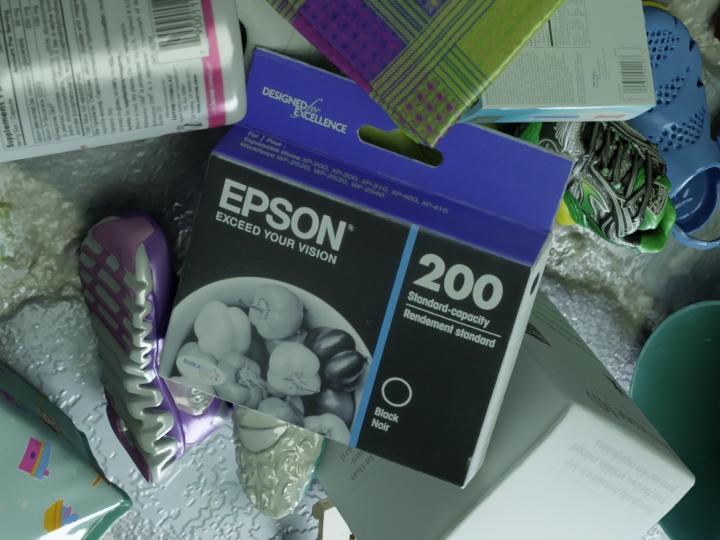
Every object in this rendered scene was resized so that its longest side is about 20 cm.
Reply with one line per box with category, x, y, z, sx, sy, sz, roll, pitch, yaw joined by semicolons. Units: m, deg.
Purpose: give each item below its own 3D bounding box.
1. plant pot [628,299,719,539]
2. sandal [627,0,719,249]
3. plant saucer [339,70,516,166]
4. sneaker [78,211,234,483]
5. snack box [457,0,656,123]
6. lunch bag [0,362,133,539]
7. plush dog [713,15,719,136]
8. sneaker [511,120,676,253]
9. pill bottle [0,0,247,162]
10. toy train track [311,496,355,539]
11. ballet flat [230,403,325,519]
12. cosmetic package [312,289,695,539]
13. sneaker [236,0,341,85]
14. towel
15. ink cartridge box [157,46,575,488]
plant pot;0.318;0.110;1.441;0.160;0.200;0.202;-10;129;-38
sandal;0.206;-0.089;1.299;0.079;0.087;0.201;-31;131;0
plant saucer;0.067;-0.127;1.178;0.199;0.031;0.202;-28;130;-39
sneaker;-0.116;0.038;1.234;0.088;0.081;0.201;-23;136;-20
snack box;0.096;-0.185;1.117;0.115;0.037;0.202;-3;82;-27
lunch bag;-0.268;0.150;1.204;0.200;0.122;0.170;-45;133;2
plush dog;0.331;-0.140;1.302;0.199;0.160;0.173;-26;109;-8
sneaker;0.151;-0.072;1.222;0.078;0.085;0.200;-60;153;-7
pill bottle;-0.165;-0.118;1.048;0.198;0.114;0.114;-9;129;-6
toy train track;-0.029;0.227;1.450;0.114;0.033;0.201;-18;136;-24
ballet flat;-0.049;0.050;1.242;0.071;0.071;0.202;20;84;-37
cosmetic package;0.072;0.103;1.281;0.165;0.200;0.164;-47;139;11
sneaker;-0.033;-0.113;1.177;0.086;0.075;0.201;-14;128;4
towel;0.015;-0.181;1.074;0.144;0.200;0.023;-47;166;7
ink cartridge box;0.000;0.000;1.128;0.196;0.043;0.202;19;111;9
